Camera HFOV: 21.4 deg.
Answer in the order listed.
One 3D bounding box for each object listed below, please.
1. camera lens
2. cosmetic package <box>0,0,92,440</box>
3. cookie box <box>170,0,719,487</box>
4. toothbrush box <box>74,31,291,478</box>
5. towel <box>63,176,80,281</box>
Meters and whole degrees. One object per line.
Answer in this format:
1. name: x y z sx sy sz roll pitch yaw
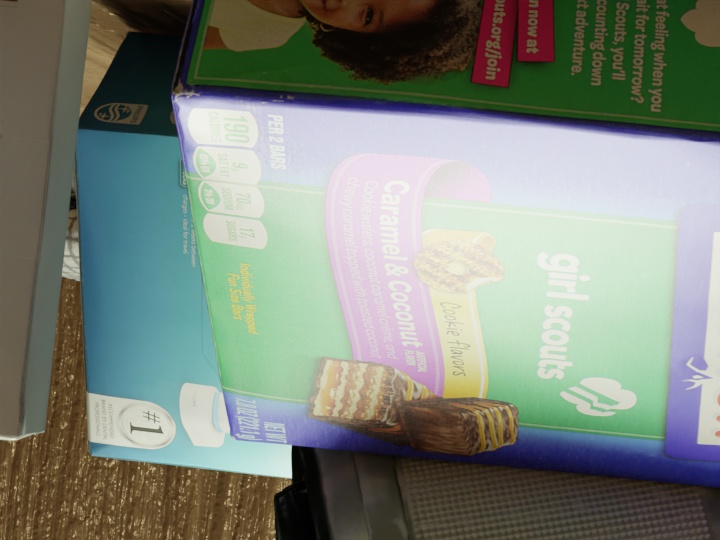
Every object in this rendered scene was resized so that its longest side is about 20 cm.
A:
1. camera lens: 0.076 0.110 0.627 0.198 0.161 0.160 -8 179 -6
2. cosmetic package: -0.194 -0.032 0.615 0.198 0.152 0.052 6 179 1
3. cookie box: 0.060 -0.014 0.513 0.198 0.076 0.172 5 147 5
4. toothbrush box: 0.000 0.000 0.718 0.198 0.147 0.085 5 -148 7
5. towel: -0.094 -0.030 1.186 0.164 0.086 0.200 3 174 31
